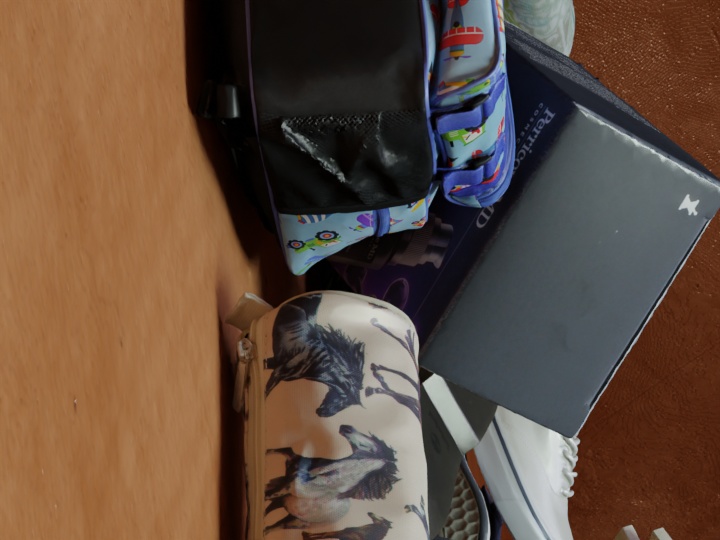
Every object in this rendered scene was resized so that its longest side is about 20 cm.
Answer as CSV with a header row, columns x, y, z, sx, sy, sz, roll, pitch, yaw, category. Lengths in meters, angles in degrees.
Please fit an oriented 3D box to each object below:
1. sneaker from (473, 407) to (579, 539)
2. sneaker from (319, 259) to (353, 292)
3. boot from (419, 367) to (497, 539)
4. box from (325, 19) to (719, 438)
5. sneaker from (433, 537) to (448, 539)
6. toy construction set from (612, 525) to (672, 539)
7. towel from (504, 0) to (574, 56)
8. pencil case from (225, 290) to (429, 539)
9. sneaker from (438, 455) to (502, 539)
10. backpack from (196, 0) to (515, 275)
x,y,z,sx,sy,sz,roll,pitch,yaw,category
0.113,0.116,1.773,0.073,0.070,0.201,36,30,-79,sneaker
0.000,0.000,1.523,0.200,0.070,0.083,-82,151,-73,sneaker
0.006,0.100,1.431,0.074,0.075,0.200,66,31,-16,boot
0.067,-0.035,1.349,0.149,0.104,0.200,-59,-150,9,box
0.087,0.233,1.629,0.077,0.202,0.146,-60,180,-17,sneaker
0.074,0.188,1.450,0.092,0.199,0.132,-122,-151,-62,toy construction set
0.075,-0.236,1.534,0.171,0.048,0.201,60,15,-60,towel
-0.016,0.105,1.127,0.078,0.089,0.201,121,-25,-47,pencil case
0.054,0.189,1.764,0.203,0.076,0.147,-91,170,-50,sneaker
0.001,-0.096,1.245,0.200,0.134,0.184,80,7,-62,backpack
